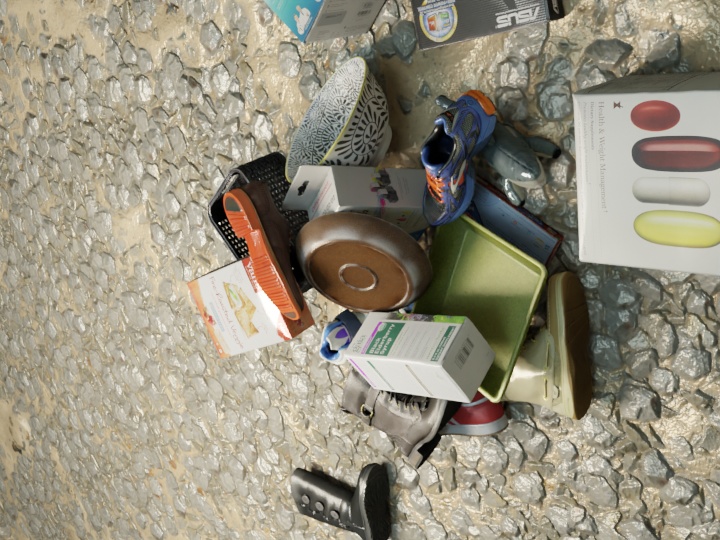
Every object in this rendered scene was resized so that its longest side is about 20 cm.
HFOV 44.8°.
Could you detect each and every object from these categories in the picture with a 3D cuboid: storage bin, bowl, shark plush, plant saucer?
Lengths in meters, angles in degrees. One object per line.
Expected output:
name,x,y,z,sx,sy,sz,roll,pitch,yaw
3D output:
storage bin,-0.131,-0.063,1.351,0.201,0.093,0.135,53,137,7
bowl,-0.016,-0.194,1.254,0.093,0.203,0.200,28,139,-24
shark plush,0.175,-0.176,1.126,0.091,0.083,0.201,-43,63,23
plant saucer,0.164,0.040,1.184,0.200,0.047,0.203,39,122,43
plant saucer,0.000,0.000,1.207,0.197,0.032,0.202,12,142,9

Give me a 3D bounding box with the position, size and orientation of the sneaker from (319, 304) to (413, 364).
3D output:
sneaker,0.017,0.079,1.323,0.200,0.146,0.081,-40,81,43

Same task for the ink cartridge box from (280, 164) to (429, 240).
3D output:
ink cartridge box,-0.001,-0.086,1.219,0.115,0.197,0.069,125,139,-54

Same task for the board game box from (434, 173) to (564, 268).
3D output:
board game box,0.178,-0.061,1.212,0.199,0.019,0.104,40,128,23

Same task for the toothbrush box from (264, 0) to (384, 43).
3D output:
toothbrush box,-0.077,-0.417,1.206,0.201,0.145,0.086,49,131,16

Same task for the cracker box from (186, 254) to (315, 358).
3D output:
cracker box,-0.171,0.050,1.339,0.199,0.057,0.136,-19,97,46

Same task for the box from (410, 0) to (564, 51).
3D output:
box,0.147,-0.375,1.094,0.198,0.044,0.163,0,107,42

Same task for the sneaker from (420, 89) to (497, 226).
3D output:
sneaker,0.105,-0.137,1.110,0.075,0.078,0.202,46,143,32

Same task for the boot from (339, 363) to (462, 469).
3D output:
boot,0.051,0.186,1.290,0.173,0.069,0.202,38,129,18

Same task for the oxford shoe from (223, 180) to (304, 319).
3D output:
oxford shoe,-0.117,-0.030,1.223,0.071,0.072,0.203,-5,111,54

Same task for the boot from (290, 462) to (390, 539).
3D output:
boot,-0.042,0.393,1.568,0.198,0.065,0.168,16,115,41

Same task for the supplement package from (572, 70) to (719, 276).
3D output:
supplement package,0.354,-0.110,0.948,0.198,0.146,0.195,7,112,40

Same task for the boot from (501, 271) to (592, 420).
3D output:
boot,0.233,0.096,1.195,0.154,0.072,0.203,6,113,41

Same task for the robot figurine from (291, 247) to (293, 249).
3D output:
robot figurine,-0.055,-0.068,1.389,0.198,0.058,0.148,14,117,38

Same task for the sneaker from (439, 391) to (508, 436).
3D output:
sneaker,0.122,0.191,1.328,0.197,0.071,0.114,-9,105,35

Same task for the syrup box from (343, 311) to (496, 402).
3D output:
syrup box,0.076,0.113,1.177,0.198,0.079,0.082,1,139,50
